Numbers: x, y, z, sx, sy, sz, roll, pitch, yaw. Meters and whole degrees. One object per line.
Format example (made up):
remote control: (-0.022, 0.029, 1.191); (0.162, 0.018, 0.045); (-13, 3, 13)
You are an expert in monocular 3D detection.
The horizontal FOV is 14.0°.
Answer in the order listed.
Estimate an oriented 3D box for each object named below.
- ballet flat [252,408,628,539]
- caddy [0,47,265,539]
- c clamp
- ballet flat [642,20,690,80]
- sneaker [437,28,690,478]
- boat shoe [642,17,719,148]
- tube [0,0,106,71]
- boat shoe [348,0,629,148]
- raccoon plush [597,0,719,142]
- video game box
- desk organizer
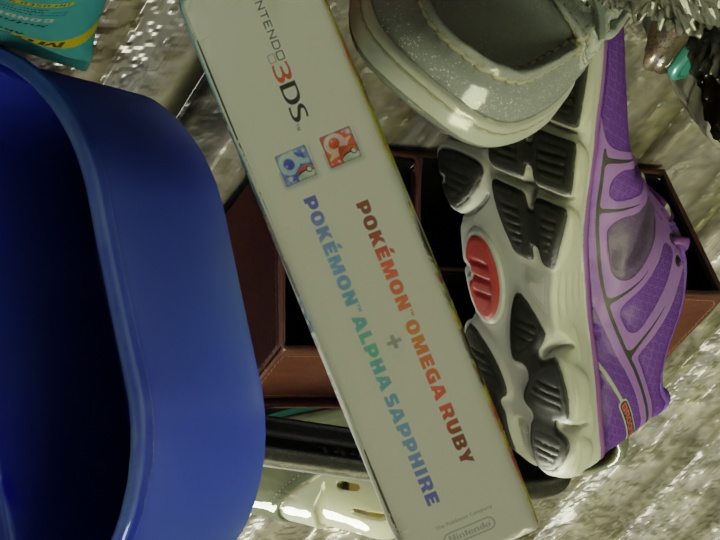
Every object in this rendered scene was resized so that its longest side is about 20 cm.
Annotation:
ballet flat: (0.024, 0.084, 1.286); (0.199, 0.064, 0.067); (-14, 151, -11)
caddy: (-0.118, 0.025, 0.960); (0.141, 0.201, 0.105); (-20, 167, 31)
c clamp: (0.001, 0.057, 1.177); (0.199, 0.171, 0.027); (8, 107, -19)
ballet flat: (0.154, -0.148, 0.965); (0.200, 0.067, 0.068); (-42, 168, 21)
sneaker: (0.081, -0.023, 1.085); (0.083, 0.081, 0.201); (-24, 126, -31)
boat shoe: (0.176, -0.116, 1.034); (0.071, 0.070, 0.200); (5, 143, -38)
tube: (-0.099, -0.094, 0.843); (0.077, 0.051, 0.200); (24, 167, -10)
boat shoe: (0.058, -0.104, 0.899); (0.065, 0.074, 0.202); (-55, 175, 36)
raccoon plush: (0.065, -0.093, 0.774); (0.134, 0.201, 0.097); (-14, 167, -37)
video game box: (0.000, 0.000, 0.932); (0.047, 0.183, 0.200); (-24, 179, 0)
desk organizer: (0.039, 0.004, 1.152); (0.199, 0.072, 0.077); (2, 142, -36)
